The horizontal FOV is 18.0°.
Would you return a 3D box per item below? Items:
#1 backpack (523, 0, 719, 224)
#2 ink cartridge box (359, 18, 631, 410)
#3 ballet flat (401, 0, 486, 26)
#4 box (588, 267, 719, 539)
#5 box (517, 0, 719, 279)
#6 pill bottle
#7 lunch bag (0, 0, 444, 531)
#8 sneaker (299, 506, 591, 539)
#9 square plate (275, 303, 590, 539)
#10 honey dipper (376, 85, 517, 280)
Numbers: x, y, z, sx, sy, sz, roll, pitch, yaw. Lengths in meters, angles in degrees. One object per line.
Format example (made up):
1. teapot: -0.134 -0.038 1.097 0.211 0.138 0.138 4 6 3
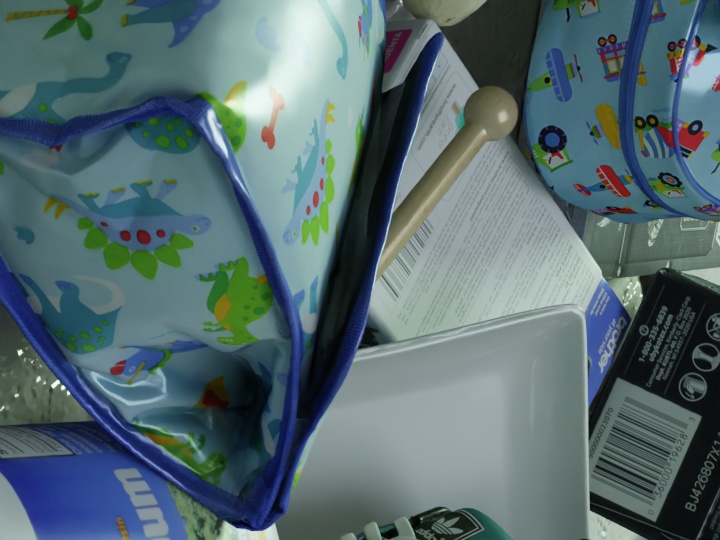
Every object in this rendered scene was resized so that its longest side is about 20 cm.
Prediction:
1. backpack: 0.164 -0.111 1.000 0.182 0.134 0.201 17 92 -52
2. ink cartridge box: 0.042 0.003 0.994 0.200 0.042 0.120 50 56 -35
3. ballet flat: 0.049 -0.189 0.915 0.057 0.066 0.201 -73 179 -61
4. box: 0.180 0.075 1.138 0.123 0.106 0.200 -65 167 3
5. box: 0.144 -0.098 1.133 0.158 0.048 0.202 -5 107 -53
6. pill bottle: -0.126 0.109 0.770 0.199 0.112 0.113 1 102 -56
7. lunch bag: -0.045 -0.036 0.780 0.201 0.127 0.171 71 26 -43
8. sneaker: 0.014 0.127 0.909 0.199 0.071 0.080 13 104 -32
9. square plate: 0.003 0.119 0.954 0.197 0.028 0.201 -11 113 -17
10. honey dipper: 0.000 0.000 0.896 0.200 0.038 0.038 -53 141 -20
